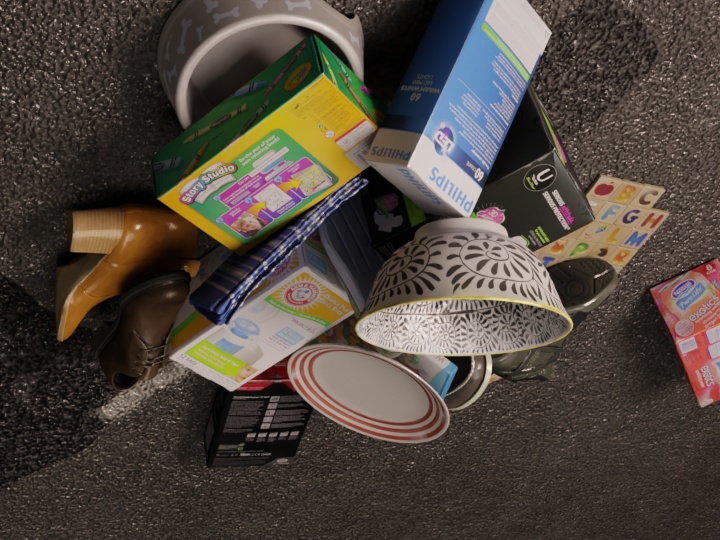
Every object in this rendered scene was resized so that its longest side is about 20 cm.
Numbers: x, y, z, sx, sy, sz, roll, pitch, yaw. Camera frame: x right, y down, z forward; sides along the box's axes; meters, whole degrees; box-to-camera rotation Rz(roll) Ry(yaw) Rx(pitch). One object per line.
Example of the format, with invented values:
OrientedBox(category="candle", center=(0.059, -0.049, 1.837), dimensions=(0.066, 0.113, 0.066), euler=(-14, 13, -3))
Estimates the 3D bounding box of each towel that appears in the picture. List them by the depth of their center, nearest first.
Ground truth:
OrientedBox(category="towel", center=(-0.085, -0.026, 1.052), dimensions=(0.200, 0.145, 0.024), euler=(-44, 106, -11))

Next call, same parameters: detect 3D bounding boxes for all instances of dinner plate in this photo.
OrientedBox(category="dinner plate", center=(0.010, 0.137, 1.230), dimensions=(0.198, 0.024, 0.201), euler=(18, 147, 12))

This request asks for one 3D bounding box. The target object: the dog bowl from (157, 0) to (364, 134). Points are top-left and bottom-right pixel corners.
OrientedBox(category="dog bowl", center=(-0.087, -0.178, 0.985), dimensions=(0.197, 0.059, 0.201), euler=(-10, 140, -8))

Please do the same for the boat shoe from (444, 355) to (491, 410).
OrientedBox(category="boat shoe", center=(0.083, 0.134, 1.287), dimensions=(0.060, 0.073, 0.201), euler=(12, 156, -26))

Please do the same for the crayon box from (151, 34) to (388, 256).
OrientedBox(category="crayon box", center=(-0.080, -0.109, 0.977), dimensions=(0.199, 0.059, 0.119), euler=(-33, 138, 20))

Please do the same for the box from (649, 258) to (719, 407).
OrientedBox(category="box", center=(0.475, 0.088, 1.455), dimensions=(0.102, 0.095, 0.200), euler=(-25, 140, 12))

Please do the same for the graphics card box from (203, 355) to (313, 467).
OrientedBox(category="graphics card box", center=(-0.130, 0.186, 1.406), dimensions=(0.124, 0.051, 0.201), euler=(0, 137, -19))

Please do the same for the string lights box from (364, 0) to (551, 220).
OrientedBox(category="string lights box", center=(0.092, -0.160, 0.969), dimensions=(0.103, 0.059, 0.202), euler=(36, 75, -44))

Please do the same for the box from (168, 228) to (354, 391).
OrientedBox(category="box", center=(-0.111, 0.029, 1.186), dimensions=(0.199, 0.102, 0.112), euler=(-33, 139, 20))

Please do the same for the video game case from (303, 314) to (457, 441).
OrientedBox(category="video game case", center=(0.014, 0.102, 1.265), dimensions=(0.018, 0.199, 0.144), euler=(-41, 159, -39))

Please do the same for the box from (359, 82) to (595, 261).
OrientedBox(category="box", center=(0.110, -0.090, 1.081), dimensions=(0.198, 0.150, 0.124), euler=(-27, 139, 15))

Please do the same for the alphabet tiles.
OrientedBox(category="alphabet tiles", center=(0.278, -0.038, 1.312), dimensions=(0.164, 0.006, 0.201), euler=(9, 135, -26))

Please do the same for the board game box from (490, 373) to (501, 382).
OrientedBox(category="board game box", center=(0.104, 0.095, 1.379), dimensions=(0.150, 0.047, 0.201), euler=(-23, 140, 8))

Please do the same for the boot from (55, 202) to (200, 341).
OrientedBox(category="boot", center=(-0.249, 0.007, 1.143), dimensions=(0.142, 0.071, 0.202), euler=(1, 140, -25))

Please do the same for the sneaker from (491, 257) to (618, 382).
OrientedBox(category="sneaker", center=(0.240, 0.068, 1.344), dimensions=(0.199, 0.076, 0.114), euler=(-39, 145, -3))

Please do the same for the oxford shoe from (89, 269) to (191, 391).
OrientedBox(category="oxford shoe", center=(-0.221, 0.067, 1.131), dimensions=(0.072, 0.085, 0.200), euler=(-10, 155, -36))

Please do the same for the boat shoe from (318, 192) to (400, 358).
OrientedBox(category="boat shoe", center=(0.000, 0.000, 1.123), dimensions=(0.071, 0.202, 0.062), euler=(-13, 160, -20))

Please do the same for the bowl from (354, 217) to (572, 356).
OrientedBox(category="bowl", center=(0.093, 0.010, 0.981), dimensions=(0.198, 0.096, 0.201), euler=(0, 162, 0))
